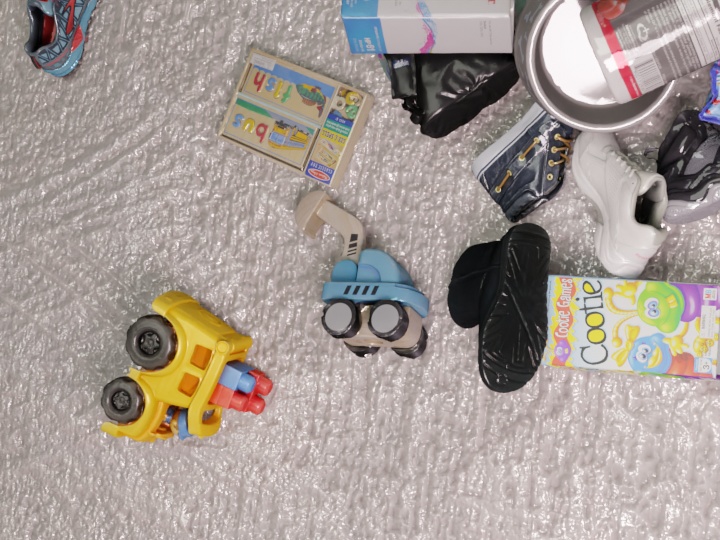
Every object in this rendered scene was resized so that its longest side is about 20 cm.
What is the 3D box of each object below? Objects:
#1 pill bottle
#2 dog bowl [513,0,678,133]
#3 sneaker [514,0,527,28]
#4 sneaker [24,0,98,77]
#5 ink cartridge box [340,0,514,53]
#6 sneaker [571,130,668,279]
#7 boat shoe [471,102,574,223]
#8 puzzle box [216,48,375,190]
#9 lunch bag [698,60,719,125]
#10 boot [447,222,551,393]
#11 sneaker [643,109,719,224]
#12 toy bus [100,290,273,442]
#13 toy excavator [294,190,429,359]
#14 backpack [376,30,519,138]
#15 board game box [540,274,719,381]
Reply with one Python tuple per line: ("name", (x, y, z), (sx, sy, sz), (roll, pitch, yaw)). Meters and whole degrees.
("pill bottle", (0.339, -0.264, 1.424), (0.198, 0.111, 0.112), (-24, 73, 14))
("dog bowl", (0.272, -0.247, 1.529), (0.197, 0.059, 0.202), (2, 111, 5))
("sneaker", (0.239, -0.328, 1.650), (0.200, 0.074, 0.119), (38, 92, 21))
("sneaker", (-0.437, -0.389, 1.982), (0.078, 0.095, 0.203), (7, 86, 26))
("ink cartridge box", (0.085, -0.334, 1.596), (0.197, 0.085, 0.146), (1, 66, 10))
("sneaker", (0.307, -0.095, 1.552), (0.099, 0.077, 0.202), (-44, 49, 43))
("boat shoe", (0.230, -0.148, 1.632), (0.200, 0.071, 0.091), (-43, 69, 25))
("puzzle box", (-0.089, -0.204, 1.821), (0.199, 0.025, 0.134), (24, 94, 27))
("lunch bag", (0.493, -0.210, 1.480), (0.198, 0.094, 0.151), (23, 63, 17))
("boot", (0.154, 0.052, 1.586), (0.076, 0.168, 0.202), (14, 75, -14))
("sneaker", (0.415, -0.139, 1.531), (0.199, 0.075, 0.115), (-26, 72, 21))
("toy bus", (-0.220, 0.154, 1.791), (0.191, 0.136, 0.202), (27, 98, 11))
("toy excavator", (0.000, 0.000, 1.720), (0.192, 0.100, 0.202), (1, 71, 25))
("backpack", (0.087, -0.276, 1.685), (0.166, 0.127, 0.201), (-33, 68, -3))
("board game box", (0.315, 0.066, 1.536), (0.198, 0.105, 0.104), (3, 85, 27))
